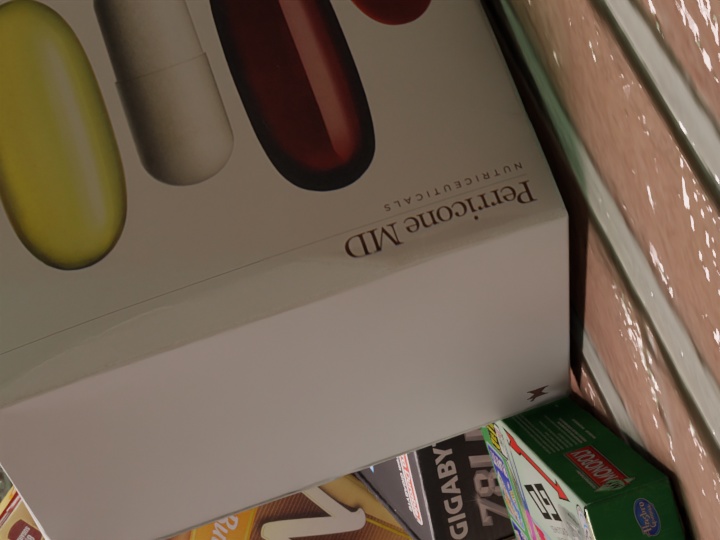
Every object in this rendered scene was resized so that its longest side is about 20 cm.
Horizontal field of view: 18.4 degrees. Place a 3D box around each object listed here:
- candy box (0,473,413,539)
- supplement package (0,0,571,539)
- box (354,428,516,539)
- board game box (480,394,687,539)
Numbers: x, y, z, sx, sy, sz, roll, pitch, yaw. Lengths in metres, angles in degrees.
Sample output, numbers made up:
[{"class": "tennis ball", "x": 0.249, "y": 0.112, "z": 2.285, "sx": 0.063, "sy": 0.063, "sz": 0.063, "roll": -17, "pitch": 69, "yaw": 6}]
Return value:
[{"class": "candy box", "x": -0.057, "y": 0.125, "z": 1.033, "sx": 0.200, "sy": 0.116, "sz": 0.055, "roll": 35, "pitch": -177, "yaw": -10}, {"class": "supplement package", "x": -0.051, "y": -0.040, "z": 0.741, "sx": 0.147, "sy": 0.190, "sz": 0.201, "roll": 79, "pitch": 171, "yaw": -64}, {"class": "box", "x": 0.000, "y": 0.000, "z": 0.965, "sx": 0.198, "sy": 0.049, "sz": 0.201, "roll": -138, "pitch": 32, "yaw": -66}, {"class": "board game box", "x": 0.085, "y": 0.115, "z": 0.751, "sx": 0.200, "sy": 0.029, "sz": 0.135, "roll": -137, "pitch": 30, "yaw": -81}]
